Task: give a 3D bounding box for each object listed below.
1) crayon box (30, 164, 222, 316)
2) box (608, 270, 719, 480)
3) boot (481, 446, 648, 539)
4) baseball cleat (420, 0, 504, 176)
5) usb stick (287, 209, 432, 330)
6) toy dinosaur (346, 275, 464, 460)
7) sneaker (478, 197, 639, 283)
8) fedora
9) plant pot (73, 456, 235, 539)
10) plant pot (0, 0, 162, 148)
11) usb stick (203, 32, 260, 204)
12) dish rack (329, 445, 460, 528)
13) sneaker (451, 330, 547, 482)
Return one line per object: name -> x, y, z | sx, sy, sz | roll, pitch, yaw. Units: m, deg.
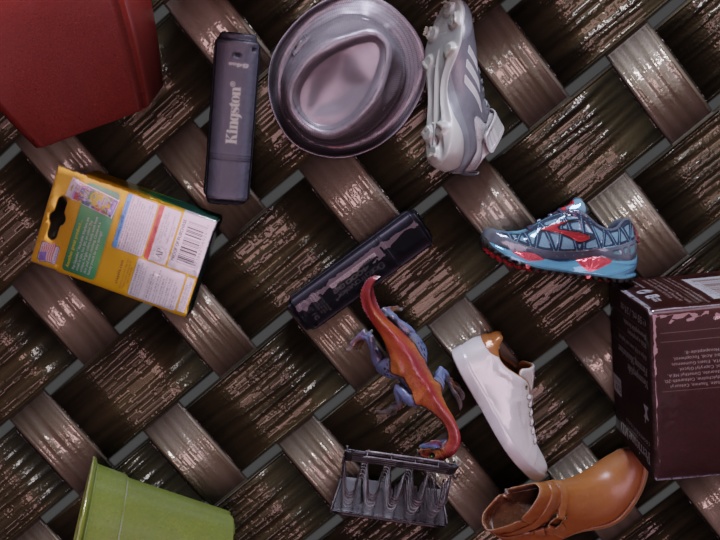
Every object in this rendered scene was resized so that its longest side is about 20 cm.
crayon box -> -0.283, -0.039, 1.114 | 0.198, 0.052, 0.127 | 20, 100, -4
box -> 0.399, 0.117, 1.083 | 0.162, 0.166, 0.202 | -5, 100, 0
boot -> 0.253, 0.278, 1.124 | 0.200, 0.074, 0.154 | -46, 135, 10
baseball cleat -> 0.122, -0.213, 1.081 | 0.106, 0.069, 0.202 | 8, 88, -34
usb stick -> 0.000, 0.000, 1.131 | 0.199, 0.033, 0.056 | -36, 106, 6
toy dinosaur -> 0.055, 0.136, 1.094 | 0.105, 0.200, 0.182 | -36, 56, 0
sneaker -> 0.240, -0.043, 1.109 | 0.198, 0.079, 0.097 | 8, 91, -10
fedora -> -0.017, -0.224, 1.058 | 0.199, 0.090, 0.177 | -38, 99, 7
plant pot -> -0.260, 0.347, 1.131 | 0.188, 0.200, 0.202 | 13, 101, -14
plant pot -> -0.323, -0.251, 1.012 | 0.198, 0.200, 0.178 | -18, 112, 3
usb stick -> -0.153, -0.179, 1.089 | 0.055, 0.033, 0.202 | 6, 100, 0
dish rack -> 0.042, 0.263, 1.108 | 0.152, 0.200, 0.055 | 6, 65, 0
sneaker -> 0.196, 0.168, 1.140 | 0.084, 0.073, 0.201 | -30, 98, 8
